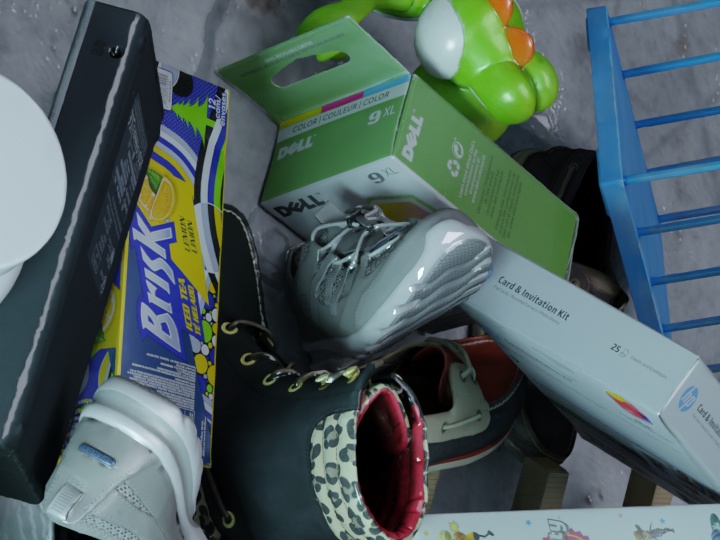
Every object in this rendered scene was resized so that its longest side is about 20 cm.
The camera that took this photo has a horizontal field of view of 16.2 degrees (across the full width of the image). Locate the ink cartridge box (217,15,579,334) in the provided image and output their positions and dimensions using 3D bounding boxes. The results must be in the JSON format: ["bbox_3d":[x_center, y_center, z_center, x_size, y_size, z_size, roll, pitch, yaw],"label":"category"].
[{"bbox_3d":[0.017,-0.047,1.385,0.200,0.103,0.060,38,52,-33],"label":"ink cartridge box"}]

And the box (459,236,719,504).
[{"bbox_3d":[0.147,0.070,1.353,0.041,0.156,0.200,-54,141,-6],"label":"box"}]

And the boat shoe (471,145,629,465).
[{"bbox_3d":[0.115,0.016,1.493,0.074,0.073,0.201,19,65,-42],"label":"boat shoe"}]

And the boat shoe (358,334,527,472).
[{"bbox_3d":[0.032,0.070,1.376,0.199,0.071,0.063,-23,138,-48],"label":"boat shoe"}]

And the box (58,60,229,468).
[{"bbox_3d":[-0.114,0.001,1.255,0.064,0.070,0.201,20,64,-41],"label":"box"}]

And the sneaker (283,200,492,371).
[{"bbox_3d":[0.000,0.000,1.303,0.074,0.200,0.082,-29,87,-26],"label":"sneaker"}]

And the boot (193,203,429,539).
[{"bbox_3d":[-0.035,0.053,1.260,0.073,0.153,0.205,10,72,-42],"label":"boot"}]

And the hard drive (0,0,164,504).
[{"bbox_3d":[-0.134,-0.003,1.138,0.033,0.140,0.201,15,74,2],"label":"hard drive"}]

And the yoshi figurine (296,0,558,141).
[{"bbox_3d":[0.026,-0.141,1.413,0.200,0.112,0.112,49,-2,20],"label":"yoshi figurine"}]

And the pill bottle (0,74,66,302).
[{"bbox_3d":[-0.208,-0.015,1.055,0.112,0.200,0.113,14,66,-35],"label":"pill bottle"}]

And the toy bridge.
[{"bbox_3d":[0.099,0.141,1.449,0.199,0.027,0.068,5,105,-35],"label":"toy bridge"}]

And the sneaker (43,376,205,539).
[{"bbox_3d":[-0.115,0.137,1.162,0.082,0.074,0.201,-48,148,-32],"label":"sneaker"}]

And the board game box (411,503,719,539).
[{"bbox_3d":[0.085,0.174,1.312,0.199,0.148,0.065,0,66,-28],"label":"board game box"}]

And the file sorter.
[{"bbox_3d":[0.213,-0.050,1.504,0.201,0.122,0.139,68,16,-48],"label":"file sorter"}]
